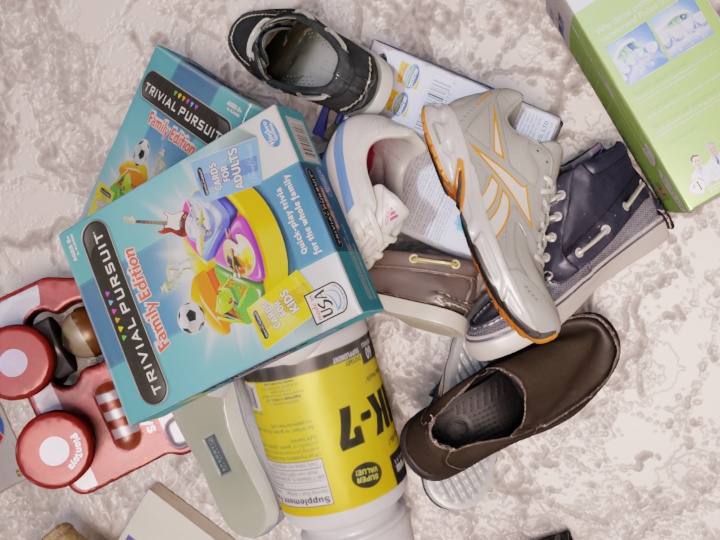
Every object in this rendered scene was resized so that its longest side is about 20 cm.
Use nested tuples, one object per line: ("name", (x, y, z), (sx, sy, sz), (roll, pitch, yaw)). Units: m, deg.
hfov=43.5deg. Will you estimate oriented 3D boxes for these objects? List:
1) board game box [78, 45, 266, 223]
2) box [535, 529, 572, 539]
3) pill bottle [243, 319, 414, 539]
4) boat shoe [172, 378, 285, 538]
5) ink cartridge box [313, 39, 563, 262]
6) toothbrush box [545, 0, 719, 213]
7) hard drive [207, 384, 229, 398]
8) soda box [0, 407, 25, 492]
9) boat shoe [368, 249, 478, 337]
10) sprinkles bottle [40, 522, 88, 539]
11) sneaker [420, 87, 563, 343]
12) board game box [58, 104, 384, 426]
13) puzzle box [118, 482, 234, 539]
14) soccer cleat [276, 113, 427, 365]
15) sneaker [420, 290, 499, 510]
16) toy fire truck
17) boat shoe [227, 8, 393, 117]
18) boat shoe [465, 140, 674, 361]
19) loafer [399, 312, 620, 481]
("board game box", (-0.156, -0.064, 0.741), (0.151, 0.047, 0.202), (35, 103, 41))
("box", (0.098, 0.311, 0.747), (0.198, 0.122, 0.107), (-22, 89, 13))
("pill bottle", (-0.024, 0.146, 0.765), (0.113, 0.114, 0.202), (-14, 97, 14))
("boat shoe", (-0.115, 0.136, 0.813), (0.070, 0.071, 0.203), (-26, 83, 27))
("ink cartridge box", (0.051, -0.101, 0.754), (0.198, 0.076, 0.138), (25, 98, 9))
("toothbrush box", (0.222, -0.149, 0.675), (0.086, 0.146, 0.201), (-32, 86, 13))
("hard drive", (-0.120, -0.014, 0.756), (0.131, 0.026, 0.202), (27, 97, 42))
("soda box", (-0.403, 0.130, 0.880), (0.063, 0.068, 0.202), (-26, 88, 13))
("boat shoe", (0.000, 0.000, 0.738), (0.198, 0.072, 0.060), (15, 79, 25))
("sprinkles bottle", (-0.214, 0.315, 0.823), (0.199, 0.068, 0.069), (33, 100, 10))
("sneaker", (0.114, -0.049, 0.652), (0.091, 0.076, 0.202), (-21, 73, 5))
("board game box", (-0.103, 0.000, 0.638), (0.199, 0.047, 0.152), (-27, 81, 19))
("puzzle box", (-0.151, 0.313, 0.856), (0.199, 0.025, 0.134), (35, 101, 9))
("soccer cleat", (-0.013, -0.023, 0.666), (0.086, 0.070, 0.202), (12, 80, 40))
("sneaker", (0.099, 0.103, 0.762), (0.078, 0.079, 0.201), (25, 74, 4))
("toy fire truck", (-0.243, 0.097, 0.832), (0.167, 0.112, 0.202), (-25, 89, -11))
("boat shoe", (-0.056, -0.181, 0.740), (0.199, 0.060, 0.076), (27, 99, 42))
("boat shoe", (0.147, -0.021, 0.707), (0.199, 0.075, 0.093), (-35, 104, -16))
("loafer", (0.124, 0.096, 0.689), (0.199, 0.071, 0.073), (-33, 79, -13))
